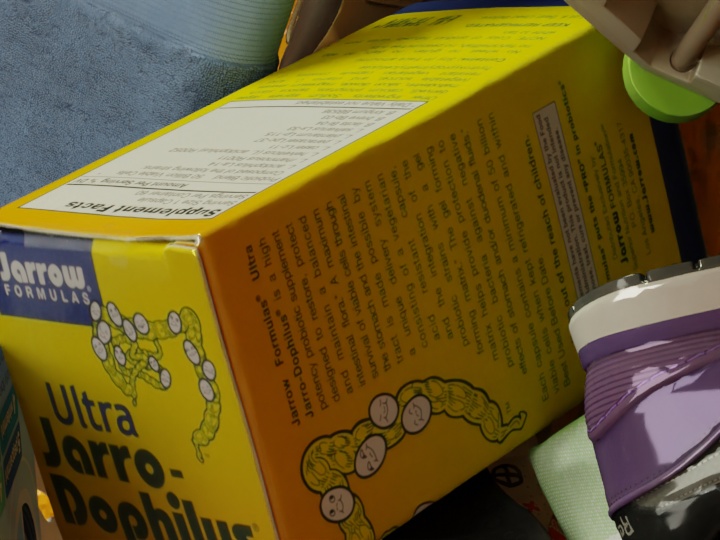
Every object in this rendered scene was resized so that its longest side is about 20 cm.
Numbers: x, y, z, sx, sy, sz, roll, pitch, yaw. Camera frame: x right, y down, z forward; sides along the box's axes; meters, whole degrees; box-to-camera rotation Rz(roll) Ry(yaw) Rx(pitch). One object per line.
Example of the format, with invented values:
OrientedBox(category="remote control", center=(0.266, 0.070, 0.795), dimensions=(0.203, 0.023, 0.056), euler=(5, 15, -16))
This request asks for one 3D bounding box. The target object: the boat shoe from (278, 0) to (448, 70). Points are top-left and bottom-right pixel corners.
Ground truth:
OrientedBox(category="boat shoe", center=(0.009, -0.079, 0.891), dimensions=(0.070, 0.070, 0.202), euler=(-125, 54, -82))

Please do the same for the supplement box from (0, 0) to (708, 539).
OrientedBox(category="supplement box", center=(0.000, 0.000, 0.765), dimensions=(0.108, 0.199, 0.110), euler=(4, 116, 46))

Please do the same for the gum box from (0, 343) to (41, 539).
OrientedBox(category="gum box", center=(-0.122, 0.121, 0.743), dimensions=(0.170, 0.044, 0.202), euler=(-98, 4, -78))

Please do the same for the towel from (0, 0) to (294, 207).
OrientedBox(category="towel", center=(-0.071, -0.092, 0.829), dimensions=(0.111, 0.048, 0.201), euler=(28, 114, 22))

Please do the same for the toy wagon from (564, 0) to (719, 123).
OrientedBox(category="toy wagon", center=(0.110, -0.072, 0.680), dimensions=(0.155, 0.199, 0.040), euler=(109, -174, -79))

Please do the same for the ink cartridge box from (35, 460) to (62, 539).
OrientedBox(category="ink cartridge box", center=(-0.106, 0.003, 0.944), dimensions=(0.067, 0.116, 0.201), euler=(-18, 67, 10))

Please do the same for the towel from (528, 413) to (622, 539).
OrientedBox(category="towel", center=(0.145, 0.095, 0.691), dimensions=(0.148, 0.031, 0.201), euler=(-30, 58, 5))

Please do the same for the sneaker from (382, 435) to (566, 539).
OrientedBox(category="sneaker", center=(0.041, 0.101, 0.814), dimensions=(0.067, 0.108, 0.202), euler=(-23, 25, 2))

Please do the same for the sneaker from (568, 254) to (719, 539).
OrientedBox(category="sneaker", center=(0.159, 0.032, 0.674), dimensions=(0.199, 0.076, 0.088), euler=(-15, 73, 21))
